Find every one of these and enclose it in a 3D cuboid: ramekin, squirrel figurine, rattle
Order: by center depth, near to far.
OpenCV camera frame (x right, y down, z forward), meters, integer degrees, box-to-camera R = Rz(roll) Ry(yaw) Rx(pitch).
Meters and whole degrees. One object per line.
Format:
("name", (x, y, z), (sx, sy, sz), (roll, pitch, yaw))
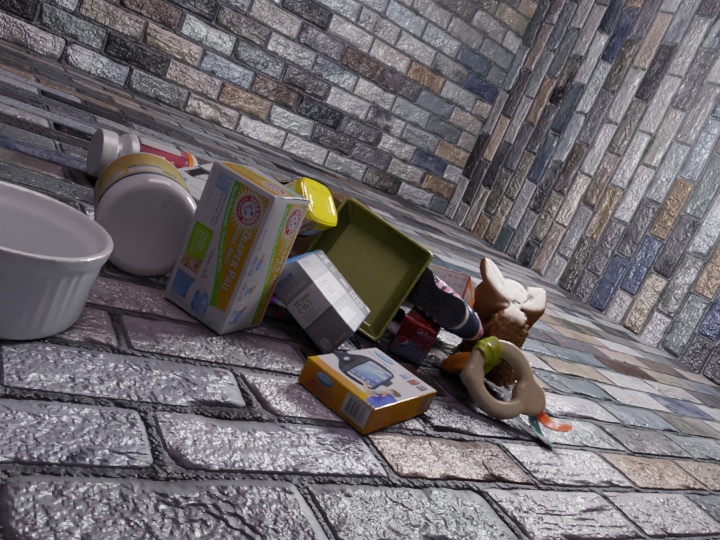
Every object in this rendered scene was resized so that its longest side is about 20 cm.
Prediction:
("ramekin", (-0.368, -0.014, 0.648), (0.197, 0.099, 0.201), (25, 13, -6))
("rattle", (0.236, 0.217, 1.053), (0.199, 0.143, 0.131), (39, 44, -6))
("squirrel figurine", (0.243, 0.119, 1.174), (0.139, 0.188, 0.202), (23, 38, -8))

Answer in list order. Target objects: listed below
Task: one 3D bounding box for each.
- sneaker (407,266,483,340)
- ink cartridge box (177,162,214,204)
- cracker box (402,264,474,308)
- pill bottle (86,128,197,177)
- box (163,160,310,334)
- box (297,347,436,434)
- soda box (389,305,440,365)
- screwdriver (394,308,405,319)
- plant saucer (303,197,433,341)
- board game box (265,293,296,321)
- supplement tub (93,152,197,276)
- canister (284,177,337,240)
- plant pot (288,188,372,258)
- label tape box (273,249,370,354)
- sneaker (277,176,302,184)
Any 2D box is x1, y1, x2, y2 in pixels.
("sneaker", (0.145, 0.062, 1.118), (0.082, 0.070, 0.200), (38, 8, -34))
("ink cartridge box", (-0.292, -0.138, 1.233), (0.143, 0.085, 0.199), (28, 26, 19))
("cracker box", (0.131, 0.038, 1.284), (0.196, 0.059, 0.134), (17, -21, 24))
("pill bottle", (-0.438, -0.209, 1.270), (0.197, 0.111, 0.109), (14, 16, -41))
("box", (-0.168, -0.032, 0.866), (0.111, 0.204, 0.101), (28, 13, 19))
("box", (0.020, 0.155, 0.855), (0.118, 0.042, 0.198), (32, 16, 28))
("soda box", (0.112, 0.107, 1.152), (0.062, 0.071, 0.200), (28, 13, 9))
("screwdriver", (0.006, 0.064, 1.228), (0.196, 0.029, 0.029), (18, -16, -28))
("plant saucer", (0.000, 0.000, 1.146), (0.198, 0.201, 0.048), (34, -20, 8))
("board game box", (-0.161, 0.018, 1.049), (0.155, 0.040, 0.200), (20, 14, -23))
("supplement tub", (-0.323, -0.093, 0.943), (0.142, 0.147, 0.200), (18, 15, -29))
("canister", (-0.154, -0.088, 1.108), (0.196, 0.089, 0.148), (-18, -8, 18))
("plant pot", (-0.059, -0.063, 1.270), (0.196, 0.178, 0.201), (23, 13, -6))
("label tape box", (-0.078, 0.020, 0.983), (0.201, 0.066, 0.143), (53, 14, 0))
("sneaker", (-0.148, -0.155, 1.276), (0.073, 0.090, 0.200), (19, -4, 9))
